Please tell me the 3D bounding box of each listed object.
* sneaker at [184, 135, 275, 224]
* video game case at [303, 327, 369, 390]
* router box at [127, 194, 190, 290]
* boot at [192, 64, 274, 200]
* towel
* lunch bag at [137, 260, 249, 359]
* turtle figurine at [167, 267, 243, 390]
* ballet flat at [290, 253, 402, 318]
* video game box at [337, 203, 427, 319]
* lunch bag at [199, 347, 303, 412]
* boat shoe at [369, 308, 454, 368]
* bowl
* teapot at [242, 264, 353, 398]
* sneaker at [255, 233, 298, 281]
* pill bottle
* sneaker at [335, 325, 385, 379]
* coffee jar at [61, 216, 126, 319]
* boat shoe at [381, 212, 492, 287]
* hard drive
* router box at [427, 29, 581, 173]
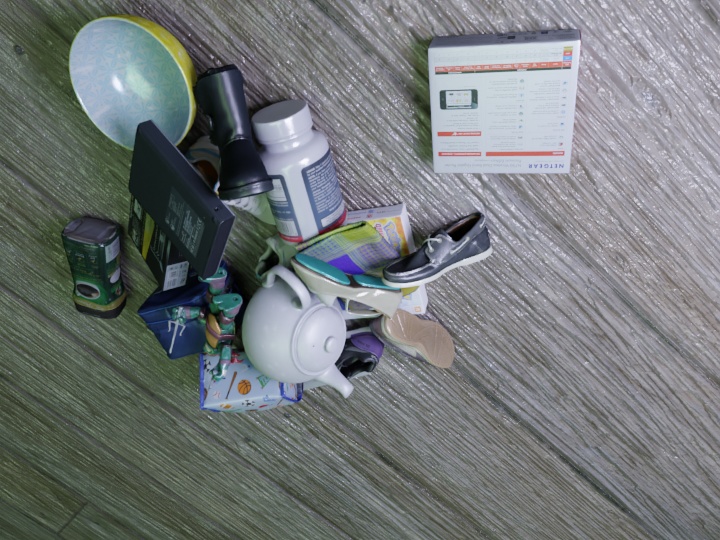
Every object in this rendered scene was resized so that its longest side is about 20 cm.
[{"bbox_3d":[-0.207,-0.135,1.011,0.198,0.082,0.077,34,126,-10],"label":"sneaker"},{"bbox_3d":[-0.097,0.150,1.217,0.179,0.023,0.202,-18,117,27],"label":"video game case"},{"bbox_3d":[-0.343,-0.094,1.051,0.158,0.051,0.203,49,135,27],"label":"router box"},{"bbox_3d":[-0.179,-0.192,0.835,0.074,0.200,0.173,-14,108,-12],"label":"boot"},{"bbox_3d":[0.000,0.000,0.977,0.141,0.023,0.200,-19,140,21],"label":"towel"},{"bbox_3d":[-0.314,0.067,1.153,0.196,0.137,0.134,-16,120,25],"label":"lunch bag"},{"bbox_3d":[-0.255,0.099,1.036,0.149,0.100,0.203,37,129,19],"label":"turtle figurine"},{"bbox_3d":[-0.025,0.032,0.935,0.195,0.071,0.070,16,131,-22],"label":"ballet flat"},{"bbox_3d":[0.012,-0.008,1.055,0.177,0.047,0.204,-7,122,18],"label":"video game box"},{"bbox_3d":[-0.206,0.213,1.180,0.165,0.127,0.201,-6,160,5],"label":"lunch bag"},{"bbox_3d":[0.095,0.122,1.090,0.064,0.074,0.198,-5,155,46],"label":"boat shoe"},{"bbox_3d":[-0.323,-0.293,0.916,0.194,0.109,0.204,9,128,11],"label":"bowl"},{"bbox_3d":[-0.093,0.101,1.009,0.144,0.197,0.203,15,93,44],"label":"teapot"},{"bbox_3d":[-0.154,0.011,1.084,0.074,0.086,0.204,36,131,32],"label":"sneaker"},{"bbox_3d":[-0.097,-0.151,0.941,0.116,0.121,0.204,-3,124,19],"label":"pill bottle"},{"bbox_3d":[-0.049,0.168,1.144,0.196,0.088,0.077,-20,119,29],"label":"sneaker"},{"bbox_3d":[-0.525,0.000,1.205,0.101,0.086,0.204,14,127,3],"label":"coffee jar"},{"bbox_3d":[0.116,-0.032,0.941,0.196,0.072,0.069,-23,120,-18],"label":"boat shoe"},{"bbox_3d":[-0.272,-0.103,0.901,0.200,0.033,0.140,47,138,12],"label":"hard drive"},{"bbox_3d":[0.195,-0.228,0.837,0.194,0.049,0.183,3,126,15],"label":"router box"}]
